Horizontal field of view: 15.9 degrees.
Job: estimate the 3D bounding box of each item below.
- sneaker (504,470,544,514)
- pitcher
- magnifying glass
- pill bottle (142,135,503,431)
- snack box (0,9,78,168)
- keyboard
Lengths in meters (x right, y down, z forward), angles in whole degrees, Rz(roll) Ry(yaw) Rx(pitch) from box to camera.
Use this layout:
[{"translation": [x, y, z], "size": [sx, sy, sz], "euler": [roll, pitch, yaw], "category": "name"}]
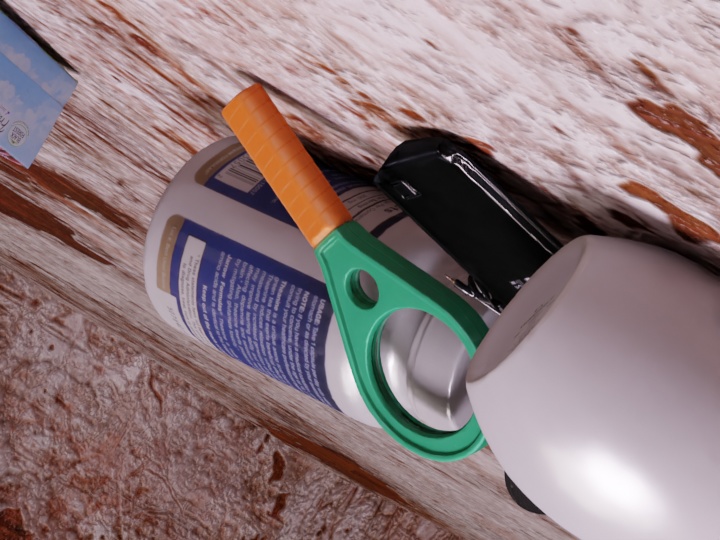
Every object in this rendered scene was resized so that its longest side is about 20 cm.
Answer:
[{"translation": [0.139, 0.115, 1.365], "size": [0.073, 0.082, 0.200], "euler": [34, 153, -26], "category": "sneaker"}, {"translation": [0.158, 0.064, 1.054], "size": [0.200, 0.121, 0.172], "euler": [39, 129, -7], "category": "pitcher"}, {"translation": [0.000, 0.000, 1.196], "size": [0.200, 0.022, 0.080], "euler": [54, 133, 7], "category": "magnifying glass"}, {"translation": [-0.004, 0.012, 1.292], "size": [0.200, 0.111, 0.111], "euler": [25, 172, 36], "category": "pill bottle"}, {"translation": [-0.280, -0.147, 1.444], "size": [0.200, 0.068, 0.169], "euler": [28, 174, 21], "category": "snack box"}, {"translation": [0.089, 0.003, 1.161], "size": [0.200, 0.040, 0.104], "euler": [44, 156, -19], "category": "keyboard"}]
